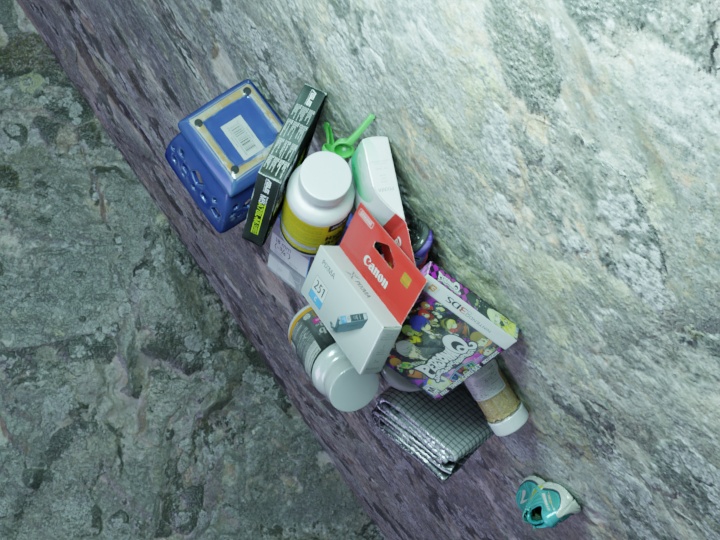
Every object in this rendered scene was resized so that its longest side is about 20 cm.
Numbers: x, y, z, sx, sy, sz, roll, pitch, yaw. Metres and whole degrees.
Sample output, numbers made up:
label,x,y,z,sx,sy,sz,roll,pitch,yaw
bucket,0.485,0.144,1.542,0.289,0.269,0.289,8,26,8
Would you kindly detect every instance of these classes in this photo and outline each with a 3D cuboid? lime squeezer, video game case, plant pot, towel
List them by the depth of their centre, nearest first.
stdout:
label,x,y,z,sx,sy,sz,roll,pitch,yaw
video game case,0.114,0.098,1.594,0.180,0.036,0.200,36,130,-15
lime squeezer,-0.026,-0.204,1.633,0.038,0.071,0.199,37,170,-19
towel,0.137,0.279,1.915,0.199,0.165,0.087,37,128,21
plant pot,-0.235,-0.225,1.952,0.201,0.199,0.180,52,158,6

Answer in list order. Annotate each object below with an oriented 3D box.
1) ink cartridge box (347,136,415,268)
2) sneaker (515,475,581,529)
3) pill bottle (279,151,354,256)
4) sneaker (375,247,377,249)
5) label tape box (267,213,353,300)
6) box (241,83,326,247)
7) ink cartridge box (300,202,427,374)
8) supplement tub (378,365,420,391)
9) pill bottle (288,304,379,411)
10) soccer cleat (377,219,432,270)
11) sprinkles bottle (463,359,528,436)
label,x,y,z,sx,sy,sz,roll,pitch,yaw
ink cartridge box,0.025,-0.087,1.608,0.161,0.049,0.204,137,124,-73
sneaker,0.321,0.424,1.872,0.078,0.079,0.200,53,165,0
pill bottle,-0.068,-0.108,1.653,0.112,0.111,0.200,50,160,11
sneaker,0.000,0.000,1.854,0.066,0.091,0.200,20,-170,-29
label tape box,-0.086,-0.049,1.820,0.143,0.063,0.202,36,138,21
box,-0.125,-0.168,1.681,0.047,0.202,0.194,25,146,-2
ink cartridge box,-0.001,0.025,1.576,0.201,0.044,0.178,51,126,38
supplement tub,0.058,0.130,1.910,0.146,0.144,0.199,60,163,-22
pill bottle,-0.047,0.152,1.834,0.200,0.115,0.117,51,168,52
soccer cleat,0.086,-0.032,1.676,0.073,0.069,0.200,36,165,-10
sprinkles bottle,0.205,0.178,1.728,0.202,0.068,0.068,58,163,-11
